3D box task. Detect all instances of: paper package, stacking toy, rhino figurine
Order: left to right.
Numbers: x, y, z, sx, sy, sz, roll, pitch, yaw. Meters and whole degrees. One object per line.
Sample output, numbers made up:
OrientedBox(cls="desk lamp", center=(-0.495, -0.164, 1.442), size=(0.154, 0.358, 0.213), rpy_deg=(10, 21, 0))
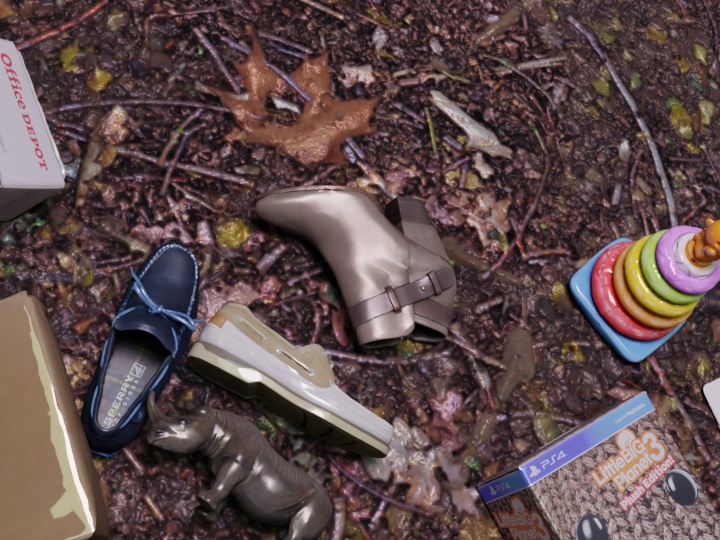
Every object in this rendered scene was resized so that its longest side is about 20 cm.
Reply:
OrientedBox(cls="paper package", center=(-0.308, 0.144, 0.779), size=(0.189, 0.104, 0.201), rpy_deg=(-19, 76, -13))
OrientedBox(cls="rhino figurine", center=(-0.105, 0.172, 0.861), size=(0.200, 0.060, 0.088), rpy_deg=(44, 56, -6))
OrientedBox(cls="stacking toy", center=(0.308, -0.003, 0.996), size=(0.110, 0.200, 0.116), rpy_deg=(-35, 82, -26))

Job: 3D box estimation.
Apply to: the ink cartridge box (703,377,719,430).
OrientedBox(cls="ink cartridge box", center=(0.453, 0.183, 1.043), size=(0.116, 0.068, 0.201), rpy_deg=(-21, 77, -24))

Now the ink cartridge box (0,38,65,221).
OrientedBox(cls="ink cartridge box", center=(-0.355, -0.118, 0.825), size=(0.200, 0.084, 0.145), rpy_deg=(-6, 73, -64))

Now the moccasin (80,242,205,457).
OrientedBox(cls="moccasin", center=(-0.181, 0.064, 0.883), size=(0.080, 0.068, 0.201), rpy_deg=(18, 65, -11))

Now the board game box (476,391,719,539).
OrientedBox(cls="board game box", center=(0.233, 0.242, 0.932), size=(0.159, 0.097, 0.201), rpy_deg=(-25, 79, -25))

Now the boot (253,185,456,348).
OrientedBox(cls="boot", center=(0.000, 0.000, 0.969), size=(0.199, 0.070, 0.147), rpy_deg=(1, 71, -17))

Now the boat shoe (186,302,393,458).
OrientedBox(cls="boat shoe", center=(-0.052, 0.097, 0.909), size=(0.199, 0.075, 0.069), rpy_deg=(30, 65, -6))
